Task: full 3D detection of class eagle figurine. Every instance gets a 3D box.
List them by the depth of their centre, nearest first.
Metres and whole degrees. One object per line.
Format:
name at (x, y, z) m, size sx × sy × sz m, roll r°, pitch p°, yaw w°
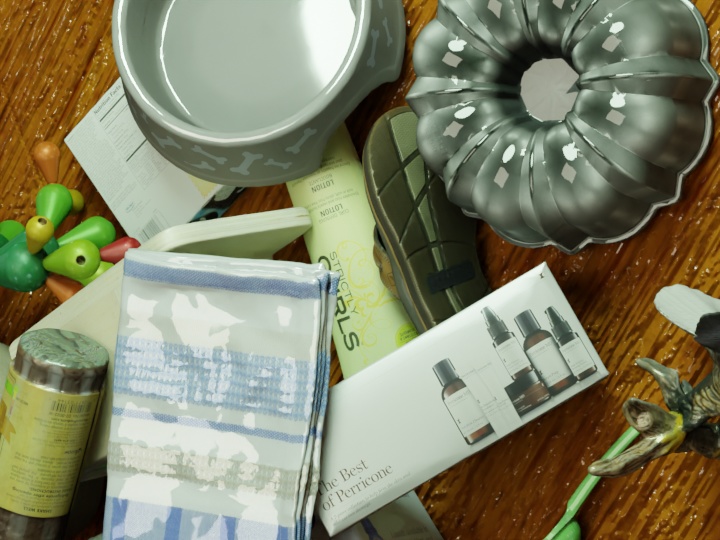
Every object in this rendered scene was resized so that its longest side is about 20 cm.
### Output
eagle figurine at (0.254, 0.071, 1.531) m, size 0.151 × 0.152 × 0.200 m, roll 44°, pitch 138°, yaw -16°

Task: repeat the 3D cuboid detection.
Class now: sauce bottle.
sauce bottle at (-0.214, 0.138, 1.711) m, size 0.064 × 0.065 × 0.201 m, roll 26°, pitch 109°, yaw 29°

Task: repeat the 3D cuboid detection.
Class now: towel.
towel at (-0.089, 0.089, 1.621) m, size 0.146 × 0.024 × 0.202 m, roll 7°, pitch 93°, yaw 22°

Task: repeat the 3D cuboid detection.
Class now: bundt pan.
bundt pan at (0.116, -0.112, 1.632) m, size 0.200 × 0.076 × 0.204 m, roll -1°, pitch 89°, yaw 23°

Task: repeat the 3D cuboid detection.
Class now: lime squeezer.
lime squeezer at (0.134, 0.187, 1.668) m, size 0.070 × 0.038 × 0.202 m, roll 10°, pitch 96°, yaw 32°

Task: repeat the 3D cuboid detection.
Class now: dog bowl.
dog bowl at (-0.072, -0.158, 1.727) m, size 0.198 × 0.059 × 0.202 m, roll -4°, pitch 75°, yaw 13°

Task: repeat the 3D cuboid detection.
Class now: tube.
tube at (0.000, 0.000, 1.742) m, size 0.058 × 0.052 × 0.201 m, roll -29°, pitch 78°, yaw 49°

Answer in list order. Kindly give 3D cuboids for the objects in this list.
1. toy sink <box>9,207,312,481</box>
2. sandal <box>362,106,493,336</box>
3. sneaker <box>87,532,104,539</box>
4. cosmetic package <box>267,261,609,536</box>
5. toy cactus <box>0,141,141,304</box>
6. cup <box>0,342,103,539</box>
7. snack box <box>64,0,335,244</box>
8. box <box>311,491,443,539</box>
toy sink at (-0.115, 0.054, 1.742) m, size 0.200 × 0.130 × 0.113 m, roll -33°, pitch 74°, yaw 43°
sandal at (0.044, -0.006, 1.710) m, size 0.054 × 0.081 × 0.201 m, roll -24°, pitch 85°, yaw 53°
sneaker at (-0.118, 0.213, 1.682) m, size 0.198 × 0.076 × 0.115 m, roll -23°, pitch 73°, yaw 24°
cosmetic package at (0.048, 0.080, 1.637) m, size 0.199 × 0.051 × 0.083 m, roll -31°, pitch 83°, yaw 1°
toy cactus at (-0.243, -0.014, 1.809) m, size 0.200 × 0.164 × 0.103 m, roll 30°, pitch 134°, yaw 59°
cup at (-0.261, 0.133, 1.839) m, size 0.200 × 0.142 × 0.202 m, roll -4°, pitch 86°, yaw 62°
snack box at (-0.106, -0.111, 1.812) m, size 0.200 × 0.037 × 0.117 m, roll -45°, pitch 69°, yaw 25°
box at (-0.038, 0.218, 1.740) m, size 0.184 × 0.105 × 0.201 m, roll -41°, pitch 70°, yaw 26°
